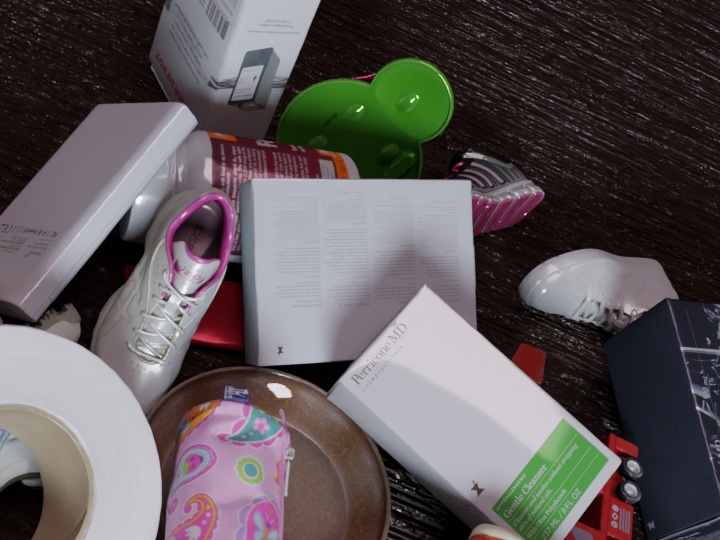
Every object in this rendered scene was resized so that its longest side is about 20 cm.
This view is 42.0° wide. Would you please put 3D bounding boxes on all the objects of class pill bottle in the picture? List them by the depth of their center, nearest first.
[{"bbox_3d":[-0.110,-0.063,0.846,0.199,0.114,0.115,7,47,-22],"label":"pill bottle"}]

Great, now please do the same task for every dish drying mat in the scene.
[{"bbox_3d":[-0.109,0.038,0.821,0.199,0.018,0.077,10,47,-18],"label":"dish drying mat"}]

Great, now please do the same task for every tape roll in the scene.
[{"bbox_3d":[-0.224,0.136,0.564,0.202,0.071,0.204,16,67,-41],"label":"tape roll"}]

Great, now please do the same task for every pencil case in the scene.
[{"bbox_3d":[-0.083,0.178,0.599,0.087,0.088,0.201,12,44,-17],"label":"pencil case"}]

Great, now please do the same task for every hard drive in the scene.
[{"bbox_3d":[-0.227,-0.053,0.733,0.131,0.026,0.200,8,55,43],"label":"hard drive"}]

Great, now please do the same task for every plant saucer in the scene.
[{"bbox_3d":[-0.075,0.164,0.705,0.199,0.037,0.201,15,44,-14],"label":"plant saucer"}]

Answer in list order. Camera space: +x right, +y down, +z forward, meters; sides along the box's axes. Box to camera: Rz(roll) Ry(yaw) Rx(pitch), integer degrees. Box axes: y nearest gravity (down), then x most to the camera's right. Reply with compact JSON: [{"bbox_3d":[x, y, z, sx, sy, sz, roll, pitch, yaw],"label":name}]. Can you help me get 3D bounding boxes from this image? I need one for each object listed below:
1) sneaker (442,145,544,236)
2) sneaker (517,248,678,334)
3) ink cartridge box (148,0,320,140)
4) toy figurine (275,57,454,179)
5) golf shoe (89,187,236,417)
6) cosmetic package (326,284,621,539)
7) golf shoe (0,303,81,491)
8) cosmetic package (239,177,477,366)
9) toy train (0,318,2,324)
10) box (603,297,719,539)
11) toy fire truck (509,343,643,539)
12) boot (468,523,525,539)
[{"bbox_3d":[0.108,-0.087,1.013,0.199,0.074,0.088,-13,55,-40],"label":"sneaker"},{"bbox_3d":[0.266,0.043,0.967,0.199,0.074,0.116,-1,47,-29],"label":"sneaker"},{"bbox_3d":[-0.132,-0.246,0.948,0.084,0.200,0.146,-8,53,-35],"label":"ink cartridge box"},{"bbox_3d":[0.025,-0.169,0.982,0.150,0.200,0.184,46,29,-12],"label":"toy figurine"},{"bbox_3d":[-0.150,0.023,0.716,0.075,0.091,0.201,23,75,-19],"label":"golf shoe"},{"bbox_3d":[0.083,0.121,0.726,0.200,0.085,0.108,41,73,3],"label":"cosmetic package"},{"bbox_3d":[-0.249,0.109,0.661,0.097,0.078,0.200,48,42,-13],"label":"golf shoe"},{"bbox_3d":[0.000,0.000,0.799,0.199,0.052,0.152,-1,86,-21],"label":"cosmetic package"},{"bbox_3d":[-0.325,0.022,0.650,0.150,0.056,0.201,-23,47,5],"label":"toy train"},{"bbox_3d":[0.345,0.143,0.862,0.181,0.104,0.201,6,59,-21],"label":"box"},{"bbox_3d":[0.170,0.171,0.814,0.140,0.049,0.200,26,44,-2],"label":"toy fire truck"},{"bbox_3d":[0.138,0.246,0.606,0.200,0.075,0.107,34,41,7],"label":"boot"}]
